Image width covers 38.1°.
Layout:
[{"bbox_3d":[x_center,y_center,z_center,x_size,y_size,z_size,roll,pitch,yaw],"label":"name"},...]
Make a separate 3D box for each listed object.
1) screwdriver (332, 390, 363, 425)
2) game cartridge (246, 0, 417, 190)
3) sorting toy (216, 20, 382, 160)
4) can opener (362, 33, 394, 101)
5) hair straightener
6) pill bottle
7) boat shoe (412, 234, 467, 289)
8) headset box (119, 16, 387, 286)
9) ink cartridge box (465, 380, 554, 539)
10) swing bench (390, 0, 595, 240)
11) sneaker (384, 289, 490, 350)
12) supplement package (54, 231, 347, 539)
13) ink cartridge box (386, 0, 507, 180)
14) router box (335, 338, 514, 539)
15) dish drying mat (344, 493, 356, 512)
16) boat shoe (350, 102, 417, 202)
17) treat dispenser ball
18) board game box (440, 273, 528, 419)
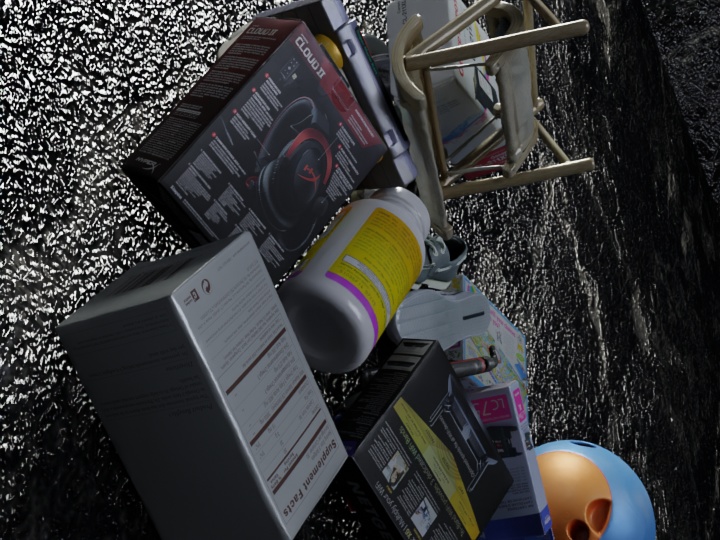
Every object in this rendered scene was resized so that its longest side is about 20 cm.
[{"bbox_3d":[-0.033,0.155,0.989,0.200,0.029,0.028,-30,103,-62],"label":"screwdriver"},{"bbox_3d":[-0.026,-0.174,1.046,0.038,0.128,0.202,-44,118,-36],"label":"game cartridge"},{"bbox_3d":[-0.082,-0.112,0.977,0.180,0.106,0.202,-45,119,-36],"label":"sorting toy"},{"bbox_3d":[0.056,-0.242,1.302,0.199,0.052,0.068,20,60,-57],"label":"can opener"},{"bbox_3d":[0.076,0.110,1.154,0.198,0.076,0.042,-12,85,-41],"label":"hair straightener"},{"bbox_3d":[0.000,0.000,1.016,0.105,0.103,0.201,62,39,-23],"label":"pill bottle"},{"bbox_3d":[0.069,-0.021,1.193,0.073,0.062,0.199,46,15,21],"label":"boat shoe"},{"bbox_3d":[-0.078,-0.102,0.876,0.201,0.075,0.149,-51,129,-16],"label":"headset box"},{"bbox_3d":[0.142,0.234,1.175,0.042,0.118,0.203,-19,95,-65],"label":"ink cartridge box"},{"bbox_3d":[0.129,-0.174,1.096,0.200,0.198,0.130,74,-11,-49],"label":"swing bench"},{"bbox_3d":[0.075,0.059,1.186,0.199,0.070,0.074,3,83,-55],"label":"sneaker"},{"bbox_3d":[-0.112,0.094,0.779,0.203,0.115,0.117,68,29,-16],"label":"supplement package"},{"bbox_3d":[0.116,-0.225,1.261,0.200,0.082,0.148,37,44,-52],"label":"ink cartridge box"},{"bbox_3d":[0.061,0.195,1.035,0.158,0.052,0.202,-48,121,-34],"label":"router box"},{"bbox_3d":[0.053,0.180,1.083,0.198,0.018,0.078,-16,90,-44],"label":"dish drying mat"},{"bbox_3d":[0.047,-0.128,1.218,0.075,0.068,0.202,53,35,-35],"label":"boat shoe"},{"bbox_3d":[0.254,0.309,1.261,0.200,0.198,0.204,34,49,-51],"label":"treat dispenser ball"},{"bbox_3d":[0.163,0.111,1.359,0.200,0.034,0.136,41,44,-47],"label":"board game box"}]
